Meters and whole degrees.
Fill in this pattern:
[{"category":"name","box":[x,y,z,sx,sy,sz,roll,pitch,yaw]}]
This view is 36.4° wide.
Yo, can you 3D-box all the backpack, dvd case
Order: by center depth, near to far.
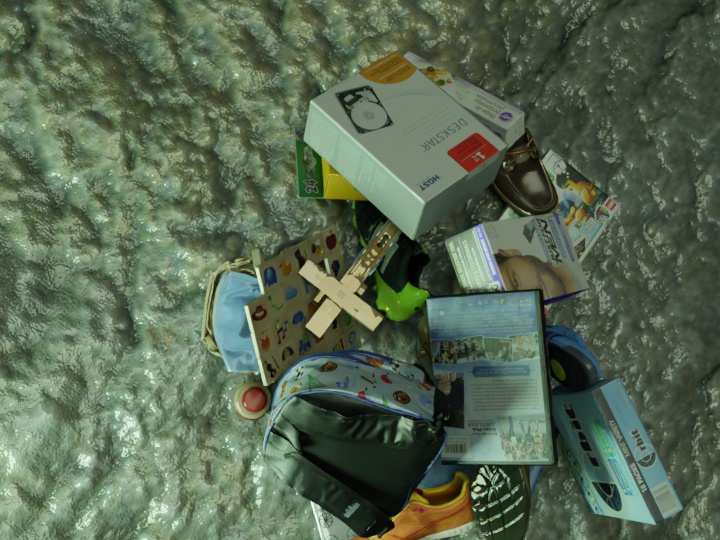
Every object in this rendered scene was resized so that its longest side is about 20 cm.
[{"category":"backpack","box":[-0.012,0.179,1.262,0.190,0.154,0.201,19,118,-15]},{"category":"dvd case","box":[0.151,0.125,1.266,0.142,0.018,0.201,-5,90,28]}]

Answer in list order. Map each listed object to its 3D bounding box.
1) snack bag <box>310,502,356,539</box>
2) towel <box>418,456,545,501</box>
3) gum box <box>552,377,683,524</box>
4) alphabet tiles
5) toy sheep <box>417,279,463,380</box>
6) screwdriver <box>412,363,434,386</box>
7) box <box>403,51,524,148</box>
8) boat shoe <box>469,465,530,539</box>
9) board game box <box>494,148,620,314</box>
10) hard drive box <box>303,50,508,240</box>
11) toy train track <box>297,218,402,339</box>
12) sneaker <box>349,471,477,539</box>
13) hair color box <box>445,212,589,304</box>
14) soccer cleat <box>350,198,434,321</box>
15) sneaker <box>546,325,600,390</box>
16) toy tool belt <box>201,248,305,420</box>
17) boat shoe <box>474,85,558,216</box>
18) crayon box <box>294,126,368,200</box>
[{"category":"snack bag","box":[0.032,0.274,1.395,0.199,0.021,0.190,-14,83,-13]},{"category":"towel","box":[0.131,0.244,1.388,0.199,0.049,0.112,26,85,-12]},{"category":"gum box","box":[0.304,0.222,1.363,0.044,0.200,0.171,-25,86,-13]},{"category":"alphabet tiles","box":[-0.068,0.054,1.327,0.200,0.008,0.168,-32,115,-52]},{"category":"toy sheep","box":[0.140,0.096,1.383,0.199,0.137,0.139,23,74,-44]},{"category":"screwdriver","box":[0.152,0.170,1.433,0.199,0.028,0.029,23,106,-8]},{"category":"box","box":[0.125,-0.225,1.432,0.200,0.042,0.039,35,65,29]},{"category":"boat shoe","box":[0.175,0.227,1.313,0.075,0.074,0.201,-3,93,30]},{"category":"board game box","box":[0.246,-0.048,1.480,0.126,0.035,0.200,37,76,-2]},{"category":"hard drive box","box":[0.054,-0.158,1.353,0.156,0.077,0.200,-36,69,-30]},{"category":"toy train track","box":[0.000,0.000,1.337,0.115,0.033,0.200,38,75,1]},{"category":"sneaker","box":[0.051,0.304,1.332,0.199,0.073,0.077,-27,110,-8]},{"category":"hair color box","box":[0.198,-0.006,1.359,0.199,0.065,0.110,-11,79,-50]},{"category":"soccer cleat","box":[0.042,-0.028,1.393,0.081,0.067,0.201,-26,57,17]},{"category":"sneaker","box":[0.259,0.099,1.375,0.078,0.200,0.066,-24,99,-13]},{"category":"toy tool belt","box":[-0.131,0.081,1.342,0.124,0.123,0.201,0,81,-11]},{"category":"boat shoe","box":[0.197,-0.160,1.449,0.072,0.072,0.201,-26,73,-5]},{"category":"crayon box","box":[0.017,-0.152,1.421,0.199,0.052,0.126,1,54,-10]}]
